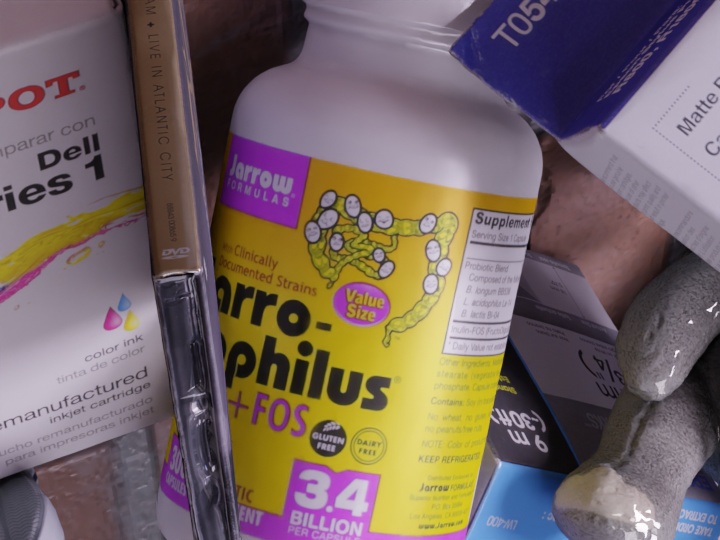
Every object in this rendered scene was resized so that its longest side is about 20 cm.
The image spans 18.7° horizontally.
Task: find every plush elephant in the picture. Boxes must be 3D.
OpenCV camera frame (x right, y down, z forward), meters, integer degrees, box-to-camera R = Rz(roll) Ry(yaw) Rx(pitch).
[{"bbox_3d":[0.185,0.024,0.773,0.165,0.200,0.155,30,138,-14],"label":"plush elephant"}]

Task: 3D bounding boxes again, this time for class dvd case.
[{"bbox_3d":[-0.052,-0.030,0.620,0.016,0.200,0.149,-7,142,-4],"label":"dvd case"}]

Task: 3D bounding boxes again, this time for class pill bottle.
[{"bbox_3d":[0.000,0.000,0.716,0.104,0.104,0.201,6,98,-39],"label":"pill bottle"}]

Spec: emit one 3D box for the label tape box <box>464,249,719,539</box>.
[{"bbox_3d":[0.065,0.075,0.824,0.144,0.200,0.063,15,126,-45],"label":"label tape box"}]

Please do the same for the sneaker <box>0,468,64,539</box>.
[{"bbox_3d":[-0.128,0.108,0.738,0.073,0.200,0.071,-16,105,-1],"label":"sneaker"}]

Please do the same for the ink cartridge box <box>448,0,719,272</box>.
[{"bbox_3d":[0.163,-0.080,0.655,0.200,0.200,0.041,-50,170,-14],"label":"ink cartridge box"}]

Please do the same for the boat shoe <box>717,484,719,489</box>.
[{"bbox_3d":[0.163,0.018,0.938,0.074,0.067,0.200,28,94,-49],"label":"boat shoe"}]

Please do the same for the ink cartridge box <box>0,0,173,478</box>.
[{"bbox_3d":[-0.141,-0.018,0.670,0.145,0.084,0.200,-19,144,-13],"label":"ink cartridge box"}]
